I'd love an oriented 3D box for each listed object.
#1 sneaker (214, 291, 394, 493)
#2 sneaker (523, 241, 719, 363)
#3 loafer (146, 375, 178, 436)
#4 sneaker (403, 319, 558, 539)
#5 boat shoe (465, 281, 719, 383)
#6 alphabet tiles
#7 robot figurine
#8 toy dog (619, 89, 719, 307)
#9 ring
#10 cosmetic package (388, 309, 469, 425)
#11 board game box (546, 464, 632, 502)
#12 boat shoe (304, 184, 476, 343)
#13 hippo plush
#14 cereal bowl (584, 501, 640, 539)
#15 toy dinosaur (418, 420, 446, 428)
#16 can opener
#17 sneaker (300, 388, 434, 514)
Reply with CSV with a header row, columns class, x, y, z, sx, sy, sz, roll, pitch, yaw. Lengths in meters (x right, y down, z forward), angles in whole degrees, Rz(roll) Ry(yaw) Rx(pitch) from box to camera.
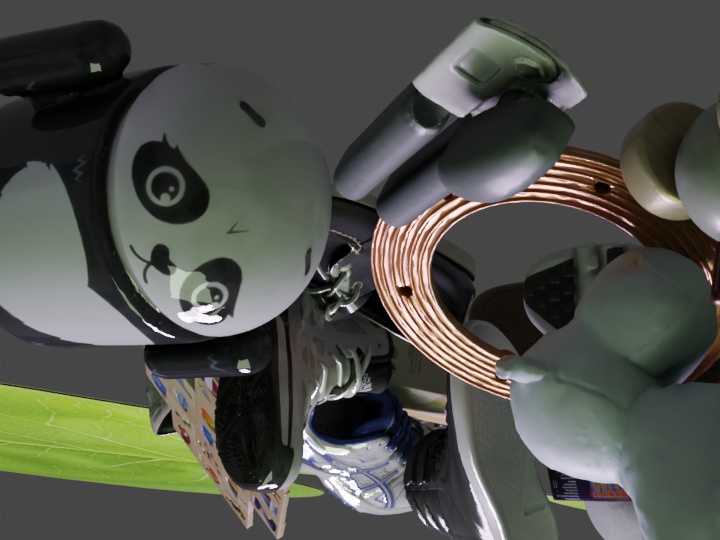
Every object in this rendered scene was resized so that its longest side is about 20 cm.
class,x,y,z,sx,sy,sz,roll,pitch,yaw
sneaker,-0.023,0.060,0.765,0.114,0.202,0.076,21,122,-21
sneaker,0.194,0.028,0.775,0.197,0.076,0.081,7,173,-2
loafer,-0.100,0.092,0.977,0.069,0.071,0.199,18,160,-33
sneaker,0.064,0.114,0.838,0.098,0.071,0.202,15,132,42
boat shoe,0.154,0.053,0.875,0.198,0.073,0.065,6,164,-22
alphabet tiles,-0.102,0.107,0.874,0.008,0.168,0.201,-33,160,-21
robot figurine,-0.108,-0.026,0.586,0.198,0.126,0.150,-5,161,36
toy dog,0.208,-0.022,0.529,0.197,0.098,0.132,5,165,5
ring,0.102,0.006,0.688,0.198,0.019,0.202,12,139,11
cosmetic package,0.074,0.077,0.980,0.198,0.072,0.105,14,162,-26
board game box,0.221,0.100,0.778,0.163,0.057,0.200,-8,172,-13
boat shoe,0.000,0.000,0.753,0.072,0.064,0.199,-7,159,41
hippo plush,0.156,0.083,0.616,0.160,0.201,0.159,37,-178,38
cereal bowl,0.261,0.132,0.953,0.198,0.201,0.084,0,126,21
toy dinosaur,0.014,0.139,1.214,0.198,0.106,0.181,4,-169,-42
can opener,0.032,-0.054,0.550,0.052,0.067,0.200,33,163,-10
sneaker,0.006,0.119,0.889,0.199,0.076,0.088,21,148,-36
